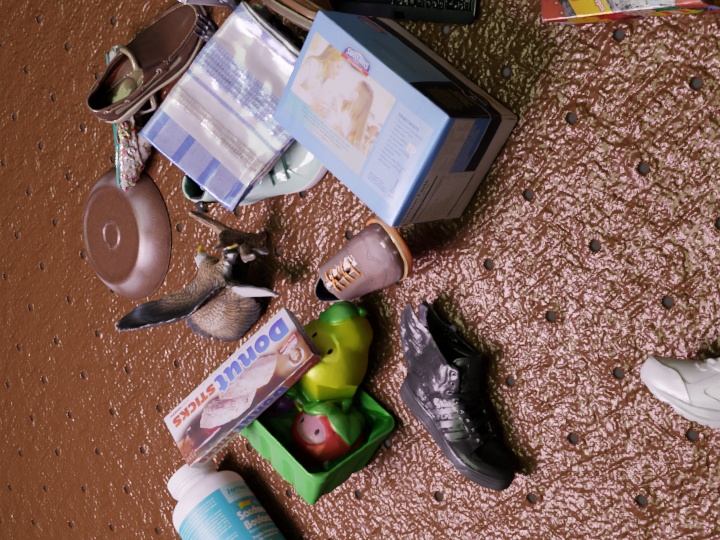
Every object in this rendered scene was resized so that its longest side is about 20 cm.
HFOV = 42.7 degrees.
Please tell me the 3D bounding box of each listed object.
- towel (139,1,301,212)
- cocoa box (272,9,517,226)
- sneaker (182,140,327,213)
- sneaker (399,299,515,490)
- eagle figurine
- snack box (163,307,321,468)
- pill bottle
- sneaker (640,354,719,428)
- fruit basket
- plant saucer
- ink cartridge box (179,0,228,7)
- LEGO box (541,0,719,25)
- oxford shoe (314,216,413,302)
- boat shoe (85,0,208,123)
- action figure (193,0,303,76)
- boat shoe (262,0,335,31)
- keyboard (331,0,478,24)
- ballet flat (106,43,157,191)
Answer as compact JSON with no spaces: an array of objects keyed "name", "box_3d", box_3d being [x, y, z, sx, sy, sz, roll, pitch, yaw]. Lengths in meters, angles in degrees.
[{"name":"towel","box_3d":[-0.139,-0.183,1.047,0.147,0.024,0.200,41,102,-8]},{"name":"cocoa box","box_3d":[0.032,-0.159,0.955,0.200,0.130,0.134,44,122,26]},{"name":"sneaker","box_3d":[-0.127,-0.122,1.104,0.199,0.118,0.075,-22,81,39]},{"name":"sneaker","box_3d":[0.105,0.132,0.988,0.200,0.060,0.105,45,127,29]},{"name":"eagle figurine","box_3d":[-0.196,0.028,1.179,0.151,0.151,0.201,33,108,-10]},{"name":"snack box","box_3d":[-0.136,0.135,1.051,0.200,0.024,0.072,-43,61,10]},{"name":"pill bottle","box_3d":[-0.176,0.347,1.226,0.200,0.110,0.111,48,124,23]},{"name":"sneaker","box_3d":[0.342,0.090,0.783,0.198,0.078,0.101,13,99,28]},{"name":"fruit basket","box_3d":[-0.059,0.137,1.083,0.214,0.155,0.218,28,131,37]},{"name":"plant saucer","box_3d":[-0.356,-0.054,1.362,0.199,0.036,0.203,7,101,40]},{"name":"ink cartridge box","box_3d":[-0.202,-0.450,1.136,0.145,0.083,0.202,39,120,28]},{"name":"LEGO box","box_3d":[0.237,-0.321,0.792,0.148,0.077,0.203,4,100,40]},{"name":"oxford shoe","box_3d":[0.000,0.000,0.990,0.072,0.073,0.200,55,160,4]},{"name":"boat shoe","box_3d":[-0.278,-0.271,1.196,0.075,0.075,0.203,43,100,7]},{"name":"action figure","box_3d":[-0.126,-0.257,1.095,0.200,0.102,0.119,45,111,27]},{"name":"boat shoe","box_3d":[-0.072,-0.318,1.028,0.068,0.072,0.200,-55,42,13]},{"name":"keyboard","box_3d":[0.039,-0.323,0.984,0.198,0.039,0.106,16,108,36]},{"name":"ballet flat","box_3d":[-0.315,-0.212,1.283,0.063,0.076,0.203,-3,101,-4]}]
